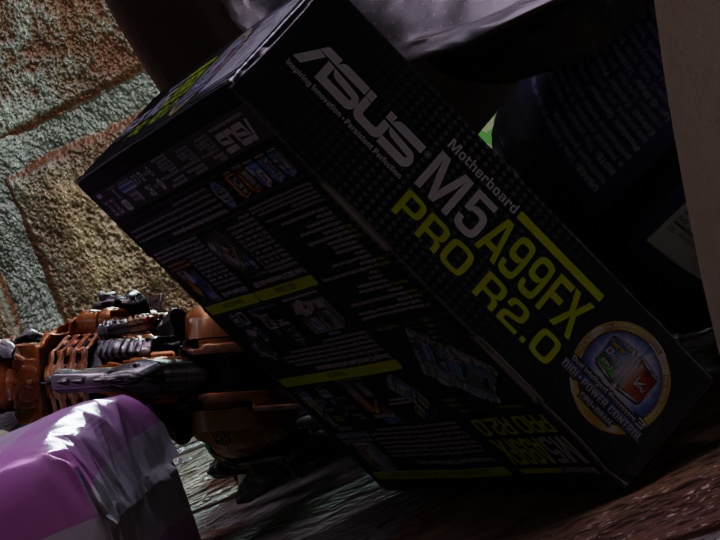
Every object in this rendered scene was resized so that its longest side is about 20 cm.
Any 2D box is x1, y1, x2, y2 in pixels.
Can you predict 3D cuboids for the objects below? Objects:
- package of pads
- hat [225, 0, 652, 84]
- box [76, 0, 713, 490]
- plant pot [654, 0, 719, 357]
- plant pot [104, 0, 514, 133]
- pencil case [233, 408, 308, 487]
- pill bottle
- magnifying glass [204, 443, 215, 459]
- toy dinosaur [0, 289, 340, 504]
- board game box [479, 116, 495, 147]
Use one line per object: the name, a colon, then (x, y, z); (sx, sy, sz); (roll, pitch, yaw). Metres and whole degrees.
package of pads: (-0.160, 0.113, 0.751); (0.199, 0.076, 0.120); (-23, 0, 9)
hat: (0.055, -0.119, 0.701); (0.199, 0.081, 0.202); (-23, 41, 22)
box: (0.000, 0.000, 0.685); (0.044, 0.160, 0.200); (-49, 10, -17)
plant pot: (0.135, -0.068, 0.447); (0.186, 0.201, 0.187); (-22, 2, 1)
plant pot: (0.009, -0.123, 0.838); (0.174, 0.201, 0.200); (-35, 5, -11)
pencil case: (0.015, 0.024, 0.991); (0.199, 0.078, 0.089); (-24, 19, -13)
pill bottle: (0.117, -0.051, 0.752); (0.200, 0.112, 0.112); (-45, -7, 24)
magnifying glass: (0.004, 0.030, 1.072); (0.199, 0.022, 0.080); (-37, 1, 9)
toy dinosaur: (-0.050, 0.046, 0.846); (0.198, 0.103, 0.136); (17, 1, 14)
board game box: (0.095, -0.053, 0.983); (0.095, 0.199, 0.030); (-25, -38, -46)
